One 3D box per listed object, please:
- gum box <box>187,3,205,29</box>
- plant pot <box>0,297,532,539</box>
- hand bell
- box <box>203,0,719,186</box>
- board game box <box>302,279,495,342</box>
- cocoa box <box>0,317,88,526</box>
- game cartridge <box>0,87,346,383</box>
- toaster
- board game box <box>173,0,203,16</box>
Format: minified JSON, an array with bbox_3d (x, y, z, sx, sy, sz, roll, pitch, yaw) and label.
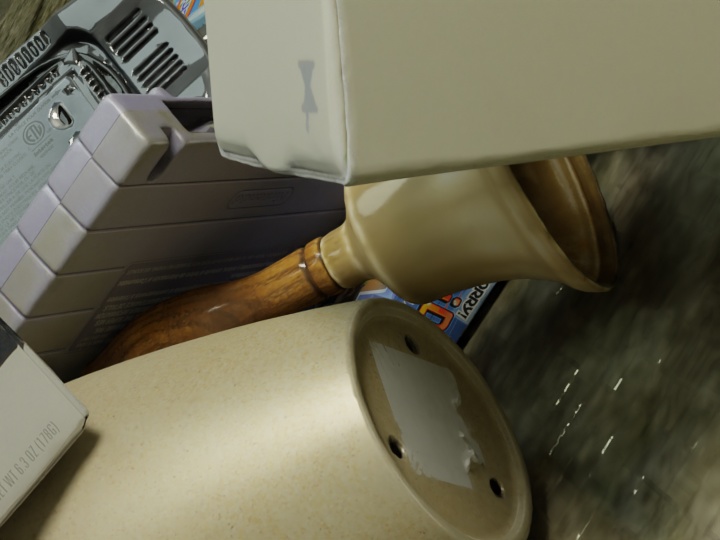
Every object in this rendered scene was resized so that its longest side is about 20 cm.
[{"bbox_3d":[-0.012,-0.166,1.008,0.170,0.045,0.200,-43,12,-15],"label":"gum box"},{"bbox_3d":[-0.048,0.098,0.658,0.199,0.187,0.188,-35,29,26],"label":"plant pot"},{"bbox_3d":[-0.019,0.002,0.701,0.199,0.104,0.104,-27,32,20],"label":"hand bell"},{"bbox_3d":[0.063,-0.093,0.558,0.128,0.198,0.110,-162,66,-69],"label":"box"},{"bbox_3d":[0.000,0.000,0.855,0.136,0.034,0.200,-56,19,9],"label":"board game box"},{"bbox_3d":[-0.212,0.041,0.630,0.134,0.131,0.199,-50,29,-22],"label":"cocoa box"},{"bbox_3d":[-0.067,-0.013,0.758,0.130,0.038,0.200,-47,-18,24],"label":"game cartridge"},{"bbox_3d":[-0.117,-0.022,0.859,0.200,0.129,0.114,-43,60,4],"label":"toaster"},{"bbox_3d":[-0.081,-0.173,1.286,0.200,0.045,0.153,-25,39,60],"label":"board game box"}]
